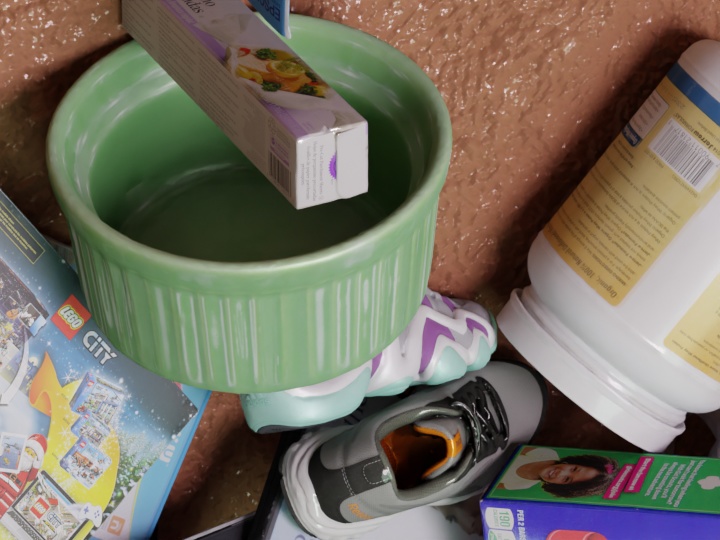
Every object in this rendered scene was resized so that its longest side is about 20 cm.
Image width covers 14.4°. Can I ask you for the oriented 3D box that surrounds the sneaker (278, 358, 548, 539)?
[{"bbox_3d":[0.046,0.097,1.578,0.200,0.079,0.074,-23,91,-47],"label":"sneaker"}]

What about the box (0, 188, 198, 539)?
[{"bbox_3d":[-0.189,0.056,1.447,0.137,0.038,0.200,-50,125,-16],"label":"box"}]

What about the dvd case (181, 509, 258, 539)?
[{"bbox_3d":[-0.143,0.202,1.552,0.200,0.025,0.150,-18,156,-42],"label":"dvd case"}]

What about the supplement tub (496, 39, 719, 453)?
[{"bbox_3d":[0.184,-0.013,1.591,0.144,0.145,0.200,31,103,-39],"label":"supplement tub"}]

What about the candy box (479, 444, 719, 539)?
[{"bbox_3d":[0.178,0.189,1.574,0.199,0.077,0.170,1,116,21],"label":"candy box"}]

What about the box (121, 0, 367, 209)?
[{"bbox_3d":[-0.058,-0.095,1.367,0.039,0.200,0.042,-15,125,-24],"label":"box"}]

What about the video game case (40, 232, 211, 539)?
[{"bbox_3d":[-0.168,0.059,1.499,0.200,0.018,0.144,26,85,-38],"label":"video game case"}]

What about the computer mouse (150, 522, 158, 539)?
[{"bbox_3d":[-0.175,0.144,1.562,0.140,0.046,0.201,-15,126,-18],"label":"computer mouse"}]

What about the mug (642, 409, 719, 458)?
[{"bbox_3d":[0.240,0.161,1.702,0.147,0.200,0.176,-20,148,-32],"label":"mug"}]

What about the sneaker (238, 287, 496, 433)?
[{"bbox_3d":[0.000,0.000,1.549,0.200,0.078,0.140,-18,96,-54],"label":"sneaker"}]

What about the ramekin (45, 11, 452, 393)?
[{"bbox_3d":[-0.054,-0.031,1.420,0.199,0.200,0.098,-18,135,-17],"label":"ramekin"}]

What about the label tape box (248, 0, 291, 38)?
[{"bbox_3d":[-0.026,-0.230,1.333,0.066,0.143,0.201,-7,123,-24],"label":"label tape box"}]

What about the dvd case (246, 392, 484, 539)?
[{"bbox_3d":[0.027,0.148,1.610,0.200,0.018,0.143,37,54,-28],"label":"dvd case"}]
